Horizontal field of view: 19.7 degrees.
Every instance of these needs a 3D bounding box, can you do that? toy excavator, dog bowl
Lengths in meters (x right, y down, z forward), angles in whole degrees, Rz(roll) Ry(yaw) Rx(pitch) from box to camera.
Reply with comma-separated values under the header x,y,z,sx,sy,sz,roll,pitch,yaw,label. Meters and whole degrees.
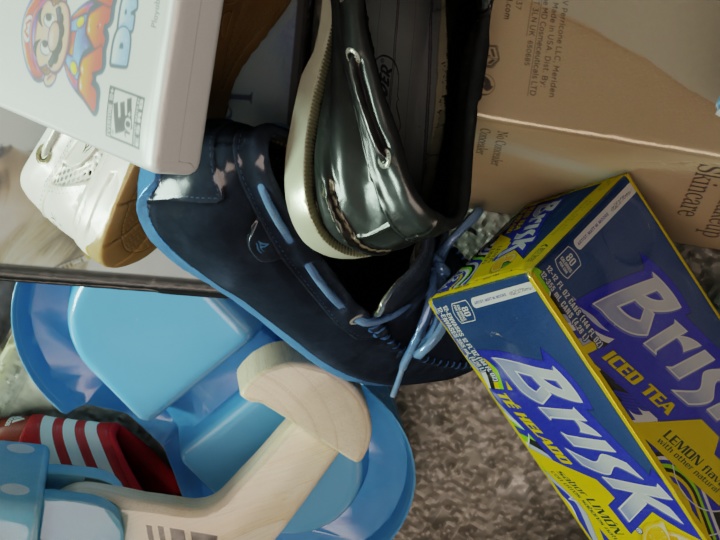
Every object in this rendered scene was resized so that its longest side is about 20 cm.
x,y,z,sx,sy,sz,roll,pitch,yaw,label
-0.106,0.116,0.861,0.199,0.100,0.195,7,104,-9,toy excavator
-0.060,0.046,0.900,0.111,0.050,0.200,-39,104,19,dog bowl

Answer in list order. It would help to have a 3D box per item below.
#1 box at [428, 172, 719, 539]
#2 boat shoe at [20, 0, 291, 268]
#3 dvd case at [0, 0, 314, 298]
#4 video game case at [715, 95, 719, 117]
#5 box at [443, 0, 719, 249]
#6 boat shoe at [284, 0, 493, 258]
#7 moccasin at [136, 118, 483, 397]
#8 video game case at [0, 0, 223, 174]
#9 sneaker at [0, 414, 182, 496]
x,y,z,sx,sy,sz,roll,pitch,yaw,label
0.116,0.066,0.789,0.200,0.070,0.064,55,146,-12,box
-0.074,-0.102,0.787,0.069,0.071,0.200,33,101,20,boat shoe
-0.121,-0.065,0.842,0.199,0.018,0.143,4,85,4,dvd case
0.245,-0.089,0.743,0.181,0.200,0.045,33,156,-8,video game case
0.133,-0.061,0.798,0.199,0.095,0.078,9,70,3,box
0.020,-0.103,0.719,0.074,0.066,0.200,16,81,-40,boat shoe
0.000,0.000,0.795,0.068,0.081,0.200,-12,158,36,moccasin
-0.096,-0.150,0.741,0.024,0.182,0.201,1,104,-35,video game case
-0.127,0.160,0.942,0.115,0.078,0.201,-1,114,8,sneaker
